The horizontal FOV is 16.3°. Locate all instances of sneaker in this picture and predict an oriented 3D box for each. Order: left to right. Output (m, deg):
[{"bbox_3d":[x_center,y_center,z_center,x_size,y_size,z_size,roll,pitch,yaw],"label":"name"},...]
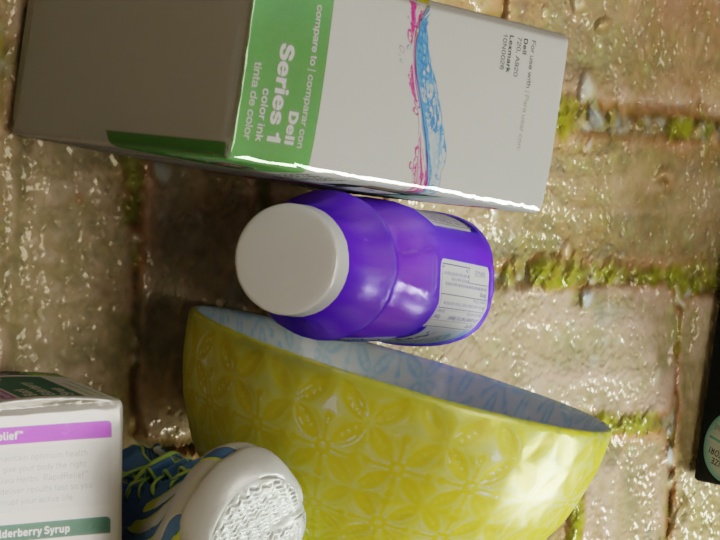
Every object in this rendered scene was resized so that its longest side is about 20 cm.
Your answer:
[{"bbox_3d":[-0.084,0.109,1.062,0.076,0.105,0.201,-32,158,-27],"label":"sneaker"}]

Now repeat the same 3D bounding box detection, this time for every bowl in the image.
[{"bbox_3d":[0.005,0.094,1.128,0.199,0.199,0.109,12,94,-45],"label":"bowl"}]

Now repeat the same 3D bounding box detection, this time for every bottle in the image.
[{"bbox_3d":[0.000,0.000,1.136,0.200,0.083,0.066,8,84,-72],"label":"bottle"}]

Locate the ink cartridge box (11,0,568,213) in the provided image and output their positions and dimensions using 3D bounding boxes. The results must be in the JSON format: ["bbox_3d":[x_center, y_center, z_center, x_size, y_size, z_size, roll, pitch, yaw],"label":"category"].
[{"bbox_3d":[-0.028,-0.081,1.100,0.199,0.144,0.085,8,90,-46],"label":"ink cartridge box"}]

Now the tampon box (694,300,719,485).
[{"bbox_3d":[0.297,0.036,1.442,0.126,0.149,0.202,7,90,-46],"label":"tampon box"}]

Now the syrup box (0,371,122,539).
[{"bbox_3d":[-0.147,0.147,1.045,0.081,0.079,0.202,-1,97,-27],"label":"syrup box"}]
